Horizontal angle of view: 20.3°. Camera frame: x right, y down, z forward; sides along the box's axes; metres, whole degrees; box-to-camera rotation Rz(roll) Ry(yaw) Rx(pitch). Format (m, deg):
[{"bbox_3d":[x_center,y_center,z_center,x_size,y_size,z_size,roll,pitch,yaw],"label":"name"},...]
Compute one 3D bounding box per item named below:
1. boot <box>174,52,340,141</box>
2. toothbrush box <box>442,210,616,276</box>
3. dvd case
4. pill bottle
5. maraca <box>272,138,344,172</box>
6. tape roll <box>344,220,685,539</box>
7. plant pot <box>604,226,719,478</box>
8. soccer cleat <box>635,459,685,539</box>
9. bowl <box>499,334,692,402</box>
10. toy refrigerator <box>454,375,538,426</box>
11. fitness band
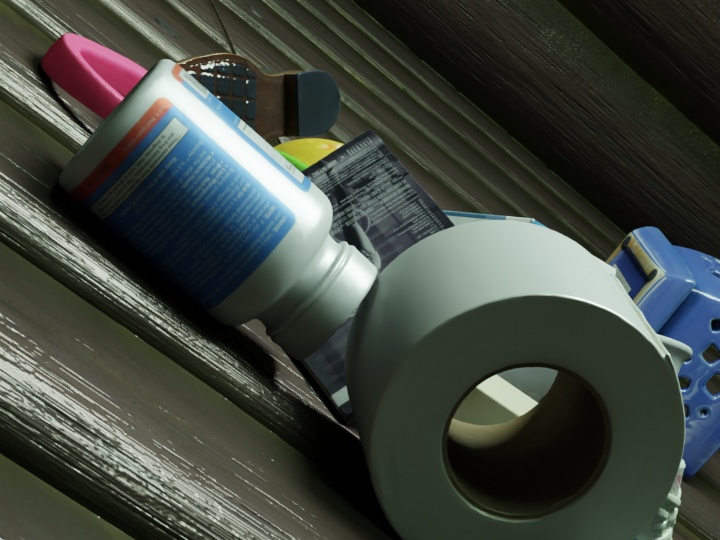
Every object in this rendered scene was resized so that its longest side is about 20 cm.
[{"bbox_3d":[-0.115,-0.135,1.605,0.097,0.075,0.200,4,1,39],"label":"boot"},{"bbox_3d":[0.125,0.009,1.819,0.146,0.085,0.200,6,-10,31],"label":"toothbrush box"},{"bbox_3d":[0.000,0.000,1.434,0.200,0.149,0.016,50,-13,34],"label":"dvd case"},{"bbox_3d":[-0.089,-0.034,1.319,0.200,0.112,0.112,42,11,-9],"label":"pill bottle"},{"bbox_3d":[-0.037,-0.048,1.589,0.137,0.107,0.200,50,-12,-21],"label":"maraca"},{"bbox_3d":[0.095,0.083,1.297,0.203,0.203,0.139,39,11,-19],"label":"tape roll"},{"bbox_3d":[0.339,0.076,2.229,0.180,0.200,0.200,33,14,-18],"label":"plant pot"},{"bbox_3d":[0.196,0.178,1.424,0.070,0.086,0.200,-54,127,-69],"label":"soccer cleat"},{"bbox_3d":[0.183,0.097,1.744,0.201,0.091,0.201,9,-8,1],"label":"bowl"},{"bbox_3d":[0.093,0.123,1.468,0.200,0.076,0.070,34,14,-38],"label":"toy refrigerator"},{"bbox_3d":[-0.169,-0.122,1.564,0.144,0.037,0.200,48,11,23],"label":"fitness band"}]
